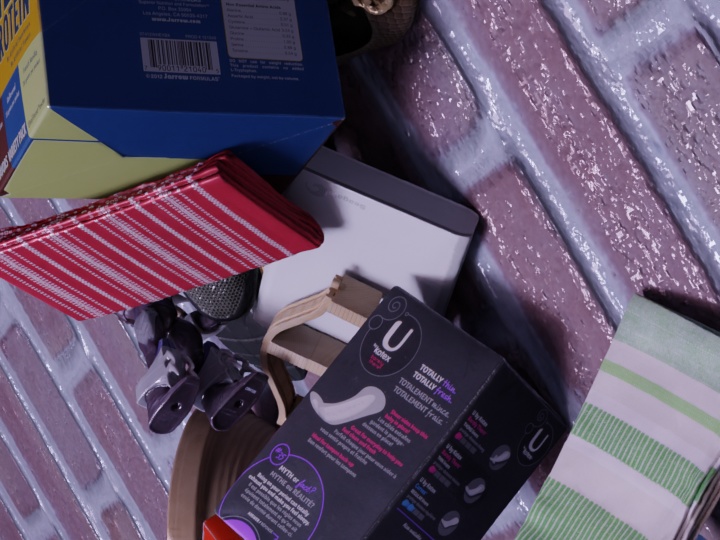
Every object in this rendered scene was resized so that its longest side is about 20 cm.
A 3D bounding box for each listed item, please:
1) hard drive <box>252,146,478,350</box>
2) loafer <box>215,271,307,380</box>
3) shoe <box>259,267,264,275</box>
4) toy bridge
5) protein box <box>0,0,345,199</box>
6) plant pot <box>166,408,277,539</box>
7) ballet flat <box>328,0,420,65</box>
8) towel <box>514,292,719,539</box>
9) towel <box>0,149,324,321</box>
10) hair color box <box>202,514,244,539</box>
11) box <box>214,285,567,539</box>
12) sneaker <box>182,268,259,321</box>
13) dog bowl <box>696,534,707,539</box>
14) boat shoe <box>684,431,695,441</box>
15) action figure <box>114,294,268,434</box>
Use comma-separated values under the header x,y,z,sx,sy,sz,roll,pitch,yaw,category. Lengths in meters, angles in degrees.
x,y,z,sx,sy,sz,roll,pitch,yaw,category
0.000,0.000,1.660,0.131,0.026,0.200,23,146,4,hard drive
-0.091,0.003,1.848,0.072,0.072,0.200,-1,135,41,loafer
-0.064,-0.037,1.786,0.070,0.053,0.201,-75,-35,-81,shoe
-0.036,0.057,1.711,0.067,0.027,0.200,25,147,3,toy bridge
-0.135,-0.163,1.534,0.135,0.197,0.201,134,131,-58,protein box
-0.082,0.205,1.949,0.092,0.201,0.202,-1,123,16,plant pot
-0.019,-0.166,1.574,0.068,0.046,0.200,62,154,-3,ballet flat
0.157,0.121,1.396,0.023,0.201,0.152,24,-178,-30,towel
-0.139,-0.019,1.580,0.145,0.199,0.023,36,-139,-56,towel
-0.022,0.181,1.744,0.061,0.199,0.102,48,150,25,hair color box
0.021,0.134,1.601,0.122,0.200,0.106,35,173,42,box
-0.122,-0.032,1.654,0.076,0.114,0.200,-2,124,11,sneaker
0.205,0.215,1.458,0.200,0.050,0.111,42,160,-14,dog bowl
0.181,0.119,1.468,0.070,0.070,0.200,52,153,9,boat shoe
-0.144,0.040,1.761,0.070,0.130,0.200,-60,39,22,action figure
